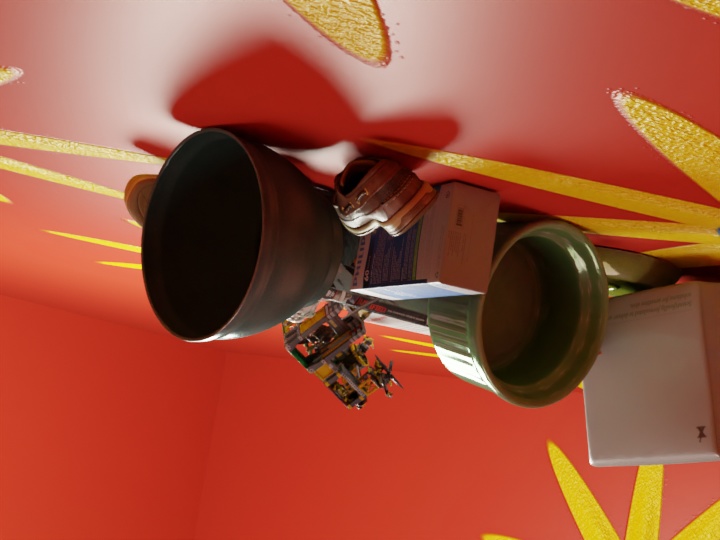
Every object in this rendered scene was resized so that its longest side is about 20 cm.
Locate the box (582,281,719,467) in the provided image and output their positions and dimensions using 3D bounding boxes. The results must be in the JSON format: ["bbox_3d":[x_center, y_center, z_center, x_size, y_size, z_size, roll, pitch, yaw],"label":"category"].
[{"bbox_3d":[0.384,0.124,1.602,0.170,0.201,0.199,1,170,-37],"label":"box"}]

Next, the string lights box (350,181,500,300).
[{"bbox_3d":[0.063,-0.027,1.425,0.059,0.104,0.200,13,172,-25],"label":"string lights box"}]

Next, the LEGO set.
[{"bbox_3d":[-0.019,0.087,1.892,0.200,0.116,0.154,49,-166,-18],"label":"LEGO set"}]

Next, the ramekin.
[{"bbox_3d":[0.166,0.041,1.474,0.199,0.201,0.097,16,177,-39],"label":"ramekin"}]

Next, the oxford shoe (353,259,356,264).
[{"bbox_3d":[0.081,-0.007,1.676,0.199,0.072,0.073,11,177,-10],"label":"oxford shoe"}]

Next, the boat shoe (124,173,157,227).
[{"bbox_3d":[-0.195,-0.069,1.547,0.199,0.074,0.069,20,-166,-47],"label":"boat shoe"}]

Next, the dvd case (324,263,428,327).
[{"bbox_3d":[0.000,0.000,1.671,0.199,0.022,0.146,16,-149,-41],"label":"dvd case"}]

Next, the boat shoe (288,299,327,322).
[{"bbox_3d":[-0.077,0.033,1.749,0.073,0.067,0.200,-9,-173,-26],"label":"boat shoe"}]

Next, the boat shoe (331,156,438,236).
[{"bbox_3d":[0.011,-0.079,1.299,0.068,0.072,0.200,46,171,-13],"label":"boat shoe"}]

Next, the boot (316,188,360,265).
[{"bbox_3d":[-0.092,-0.068,1.507,0.130,0.068,0.200,10,166,35],"label":"boot"}]

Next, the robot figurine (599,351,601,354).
[{"bbox_3d":[0.206,0.074,1.655,0.058,0.146,0.200,-16,175,-28],"label":"robot figurine"}]

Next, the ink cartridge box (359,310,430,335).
[{"bbox_3d":[0.102,0.045,1.945,0.199,0.085,0.145,12,171,-14],"label":"ink cartridge box"}]

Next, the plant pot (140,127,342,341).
[{"bbox_3d":[-0.103,-0.027,1.324,0.134,0.202,0.200,8,175,-41],"label":"plant pot"}]

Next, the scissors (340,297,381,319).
[{"bbox_3d":[0.064,0.006,1.569,0.199,0.014,0.073,-29,-175,-2],"label":"scissors"}]

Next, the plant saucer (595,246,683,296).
[{"bbox_3d":[0.285,0.004,1.644,0.199,0.031,0.200,9,172,1],"label":"plant saucer"}]
